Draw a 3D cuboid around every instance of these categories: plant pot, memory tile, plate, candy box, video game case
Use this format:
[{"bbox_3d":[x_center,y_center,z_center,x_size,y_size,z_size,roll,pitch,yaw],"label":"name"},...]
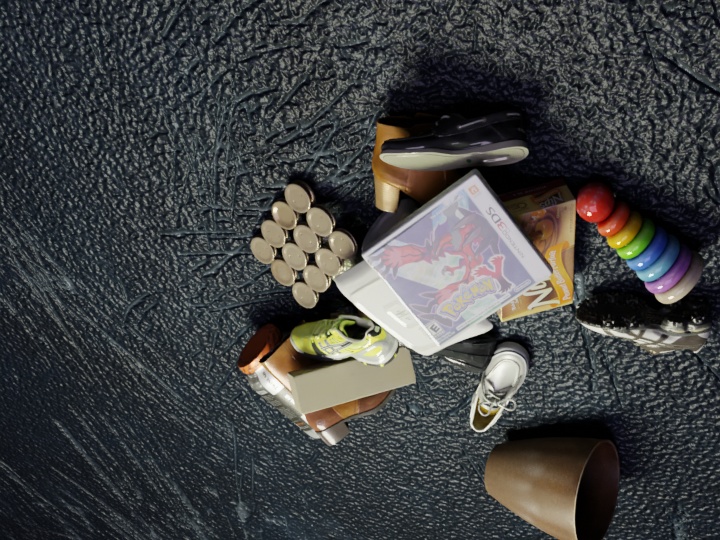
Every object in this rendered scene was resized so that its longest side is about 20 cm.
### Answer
[{"bbox_3d":[0.323,0.368,1.817,0.197,0.188,0.189,8,138,37],"label":"plant pot"},{"bbox_3d":[-0.092,-0.040,1.652,0.153,0.017,0.200,45,138,4],"label":"memory tile"},{"bbox_3d":[0.070,0.056,1.542,0.199,0.033,0.199,38,152,-12],"label":"plate"},{"bbox_3d":[0.244,-0.026,1.491,0.113,0.056,0.202,-14,134,-5],"label":"candy box"},{"bbox_3d":[0.131,-0.012,1.423,0.199,0.023,0.183,-34,108,22],"label":"video game case"}]

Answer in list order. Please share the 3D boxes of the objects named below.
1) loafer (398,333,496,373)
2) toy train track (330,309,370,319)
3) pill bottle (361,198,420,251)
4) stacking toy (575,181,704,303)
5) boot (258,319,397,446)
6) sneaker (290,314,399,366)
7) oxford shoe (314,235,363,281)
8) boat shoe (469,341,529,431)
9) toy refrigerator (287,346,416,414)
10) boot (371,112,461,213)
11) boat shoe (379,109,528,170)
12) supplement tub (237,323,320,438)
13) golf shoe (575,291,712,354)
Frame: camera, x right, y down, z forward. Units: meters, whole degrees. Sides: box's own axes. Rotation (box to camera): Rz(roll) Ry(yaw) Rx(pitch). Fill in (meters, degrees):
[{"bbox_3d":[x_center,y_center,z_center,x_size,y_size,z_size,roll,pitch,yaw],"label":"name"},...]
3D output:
[{"bbox_3d":[0.125,0.103,1.696,0.197,0.068,0.071,19,108,-7],"label":"loafer"},{"bbox_3d":[0.006,0.103,1.778,0.112,0.033,0.202,9,142,4],"label":"toy train track"},{"bbox_3d":[0.105,-0.003,1.565,0.200,0.113,0.112,41,135,-20],"label":"pill bottle"},{"bbox_3d":[0.375,-0.045,1.435,0.199,0.086,0.085,38,136,-11],"label":"stacking toy"},{"bbox_3d":[-0.046,0.166,1.781,0.187,0.069,0.201,-36,103,1],"label":"boot"},{"bbox_3d":[-0.032,0.099,1.670,0.197,0.076,0.077,0,139,32],"label":"sneaker"},{"bbox_3d":[0.000,0.000,1.660,0.200,0.058,0.075,43,142,0],"label":"oxford shoe"},{"bbox_3d":[0.223,0.206,1.743,0.074,0.087,0.203,23,138,0],"label":"boat shoe"},{"bbox_3d":[-0.014,0.179,1.719,0.197,0.076,0.071,-15,93,-13],"label":"toy refrigerator"},{"bbox_3d":[0.114,-0.144,1.456,0.197,0.071,0.146,7,125,2],"label":"boot"},{"bbox_3d":[0.122,-0.174,1.392,0.196,0.069,0.072,-6,166,7],"label":"boat shoe"},{"bbox_3d":[-0.115,0.193,1.849,0.200,0.124,0.122,42,135,-21],"label":"supplement tub"},{"bbox_3d":[0.417,0.089,1.550,0.196,0.078,0.095,5,135,20],"label":"golf shoe"}]
